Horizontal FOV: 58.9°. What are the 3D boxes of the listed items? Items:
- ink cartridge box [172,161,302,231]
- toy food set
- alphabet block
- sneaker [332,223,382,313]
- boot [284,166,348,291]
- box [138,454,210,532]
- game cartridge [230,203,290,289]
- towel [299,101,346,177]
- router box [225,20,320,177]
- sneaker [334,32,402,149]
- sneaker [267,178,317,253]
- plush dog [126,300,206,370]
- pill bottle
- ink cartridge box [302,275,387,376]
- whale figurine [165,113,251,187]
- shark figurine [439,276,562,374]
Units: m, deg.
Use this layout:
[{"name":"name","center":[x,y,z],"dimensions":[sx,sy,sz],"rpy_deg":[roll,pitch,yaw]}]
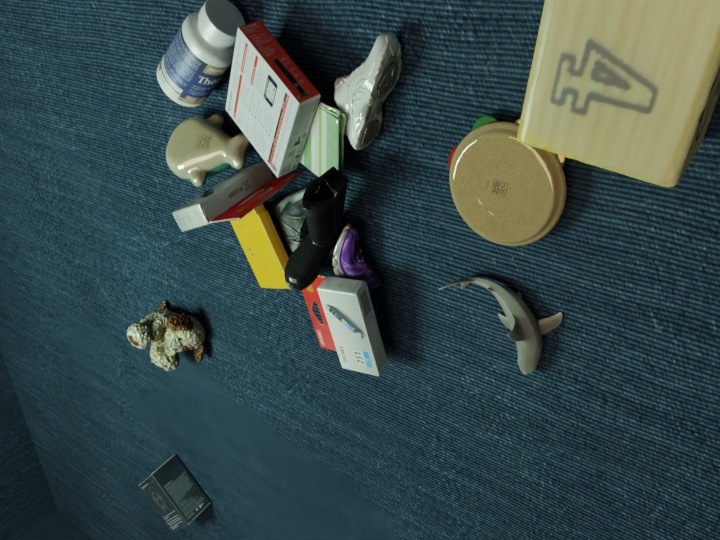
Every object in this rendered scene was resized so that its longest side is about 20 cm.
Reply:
[{"name":"ink cartridge box","center":[-0.233,-0.150,1.216],"dimensions":[0.173,0.200,0.045],"rpy_deg":[-8,116,39]},{"name":"toy food set","center":[0.221,-0.135,0.978],"dimensions":[0.194,0.048,0.205],"rpy_deg":[7,119,36]},{"name":"alphabet block","center":[0.318,-0.245,0.740],"dimensions":[0.193,0.194,0.204],"rpy_deg":[24,128,28]},{"name":"sneaker","center":[0.000,0.000,1.229],"dimensions":[0.081,0.081,0.204],"rpy_deg":[4,127,21]},{"name":"boot","center":[-0.082,-0.068,1.130],"dimensions":[0.065,0.167,0.201],"rpy_deg":[29,159,6]},{"name":"box","center":[-0.613,0.735,2.099],"dimensions":[0.201,0.107,0.148],"rpy_deg":[52,135,1]},{"name":"game cartridge","center":[-0.203,-0.047,1.331],"dimensions":[0.199,0.032,0.180],"rpy_deg":[-1,115,62]},{"name":"towel","center":[-0.097,-0.255,1.143],"dimensions":[0.199,0.023,0.155],"rpy_deg":[39,143,30]},{"name":"router box","center":[-0.162,-0.298,1.130],"dimensions":[0.181,0.048,0.201],"rpy_deg":[52,149,13]},{"name":"sneaker","center":[-0.001,-0.302,1.044],"dimensions":[0.099,0.077,0.202],"rpy_deg":[40,132,18]},{"name":"sneaker","center":[-0.107,-0.101,1.245],"dimensions":[0.198,0.076,0.115],"rpy_deg":[-31,95,47]},{"name":"plush dog","center":[-0.484,0.162,1.675],"dimensions":[0.167,0.163,0.202],"rpy_deg":[5,147,20]},{"name":"pill bottle","center":[-0.296,-0.408,1.193],"dimensions":[0.199,0.111,0.112],"rpy_deg":[-33,93,45]},{"name":"ink cartridge box","center":[-0.046,0.104,1.249],"dimensions":[0.173,0.045,0.204],"rpy_deg":[8,128,33]},{"name":"whale figurine","center":[-0.299,-0.238,1.301],"dimensions":[0.195,0.163,0.104],"rpy_deg":[5,162,25]},{"name":"shark figurine","center":[0.241,0.076,1.057],"dimensions":[0.215,0.089,0.128],"rpy_deg":[49,133,2]}]
